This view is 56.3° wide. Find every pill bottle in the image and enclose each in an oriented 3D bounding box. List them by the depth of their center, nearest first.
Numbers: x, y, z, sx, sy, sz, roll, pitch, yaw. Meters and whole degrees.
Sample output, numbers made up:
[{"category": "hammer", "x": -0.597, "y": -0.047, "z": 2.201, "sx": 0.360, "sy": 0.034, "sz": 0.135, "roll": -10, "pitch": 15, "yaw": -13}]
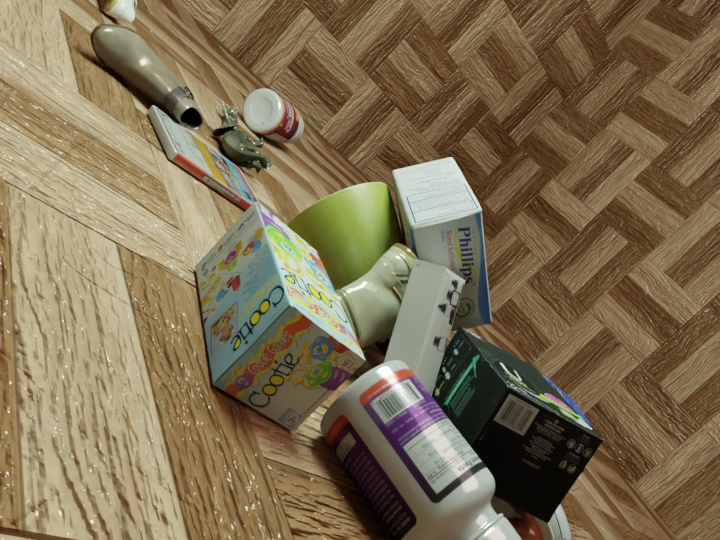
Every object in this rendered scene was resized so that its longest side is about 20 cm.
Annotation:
[{"category": "pill bottle", "x": 0.058, "y": 0.197, "z": 0.643, "sx": 0.201, "sy": 0.111, "sz": 0.111, "roll": 51, "pitch": 12, "yaw": 23}, {"category": "pill bottle", "x": -0.220, "y": -0.395, "z": 1.753, "sx": 0.110, "sy": 0.110, "sz": 0.200, "roll": 47, "pitch": 11, "yaw": 10}]

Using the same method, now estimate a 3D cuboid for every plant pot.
[{"category": "plant pot", "x": 0.000, "y": 0.000, "z": 1.045, "sx": 0.203, "sy": 0.185, "sz": 0.187, "roll": 66, "pitch": 15, "yaw": 12}]

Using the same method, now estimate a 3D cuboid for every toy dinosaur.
[{"category": "toy dinosaur", "x": -0.225, "y": -0.228, "z": 1.266, "sx": 0.101, "sy": 0.077, "sz": 0.201, "roll": 22, "pitch": 29, "yaw": -38}]

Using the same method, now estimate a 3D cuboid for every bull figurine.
[{"category": "bull figurine", "x": 0.181, "y": 0.310, "z": 0.835, "sx": 0.121, "sy": 0.066, "sz": 0.200, "roll": 30, "pitch": 14, "yaw": -37}]

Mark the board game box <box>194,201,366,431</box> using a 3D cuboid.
[{"category": "board game box", "x": -0.088, "y": 0.039, "z": 0.674, "sx": 0.103, "sy": 0.105, "sz": 0.201, "roll": 39, "pitch": 13, "yaw": -33}]

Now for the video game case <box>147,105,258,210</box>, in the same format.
[{"category": "video game case", "x": -0.243, "y": -0.170, "z": 1.071, "sx": 0.199, "sy": 0.017, "sz": 0.144, "roll": 35, "pitch": 15, "yaw": -47}]

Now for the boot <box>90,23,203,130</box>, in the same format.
[{"category": "boot", "x": -0.327, "y": -0.300, "z": 1.075, "sx": 0.146, "sy": 0.070, "sz": 0.200, "roll": 46, "pitch": 8, "yaw": 9}]

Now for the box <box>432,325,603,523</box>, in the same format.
[{"category": "box", "x": 0.177, "y": 0.184, "z": 0.852, "sx": 0.147, "sy": 0.126, "sz": 0.200, "roll": 29, "pitch": 9, "yaw": -14}]

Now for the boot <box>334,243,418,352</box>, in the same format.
[{"category": "boot", "x": 0.024, "y": 0.084, "z": 0.910, "sx": 0.072, "sy": 0.154, "sz": 0.203, "roll": 25, "pitch": -41, "yaw": 45}]

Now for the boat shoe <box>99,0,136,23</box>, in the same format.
[{"category": "boat shoe", "x": -0.501, "y": -0.566, "z": 1.400, "sx": 0.069, "sy": 0.070, "sz": 0.202, "roll": 38, "pitch": 22, "yaw": -41}]

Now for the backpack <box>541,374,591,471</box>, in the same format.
[{"category": "backpack", "x": 0.283, "y": 0.263, "z": 1.158, "sx": 0.199, "sy": 0.169, "sz": 0.163, "roll": 35, "pitch": 7, "yaw": -29}]

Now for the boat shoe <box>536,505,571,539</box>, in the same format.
[{"category": "boat shoe", "x": 0.233, "y": 0.330, "z": 1.004, "sx": 0.066, "sy": 0.074, "sz": 0.202, "roll": -7, "pitch": 55, "yaw": -35}]

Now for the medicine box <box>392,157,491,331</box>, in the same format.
[{"category": "medicine box", "x": 0.119, "y": -0.040, "z": 1.003, "sx": 0.201, "sy": 0.101, "sz": 0.185, "roll": -98, "pitch": 177, "yaw": -60}]

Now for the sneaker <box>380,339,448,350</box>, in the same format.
[{"category": "sneaker", "x": 0.089, "y": 0.137, "z": 1.138, "sx": 0.199, "sy": 0.076, "sz": 0.079, "roll": 38, "pitch": -26, "yaw": 3}]

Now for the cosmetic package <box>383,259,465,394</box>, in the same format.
[{"category": "cosmetic package", "x": 0.075, "y": 0.096, "z": 0.856, "sx": 0.050, "sy": 0.204, "sz": 0.082, "roll": 15, "pitch": -5, "yaw": 30}]
